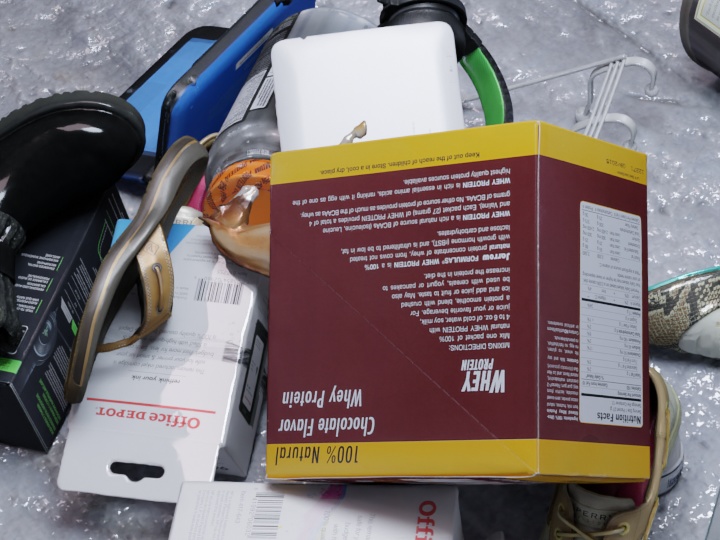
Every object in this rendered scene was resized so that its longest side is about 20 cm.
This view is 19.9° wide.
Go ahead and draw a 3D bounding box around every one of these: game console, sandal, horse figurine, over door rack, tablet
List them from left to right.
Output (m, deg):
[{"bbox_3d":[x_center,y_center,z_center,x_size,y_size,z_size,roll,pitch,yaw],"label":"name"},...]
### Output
[{"bbox_3d":[-0.143,0.003,1.383,0.054,0.082,0.201,27,66,1],"label":"sandal"},{"bbox_3d":[-0.138,-0.166,1.638,0.118,0.171,0.200,32,56,12],"label":"game console"},{"bbox_3d":[0.000,0.000,1.375,0.132,0.050,0.200,-40,88,1],"label":"horse figurine"},{"bbox_3d":[0.011,-0.068,1.417,0.129,0.014,0.202,-7,81,1],"label":"tablet"},{"bbox_3d":[0.121,-0.094,1.575,0.199,0.067,0.148,-2,43,28],"label":"over door rack"}]

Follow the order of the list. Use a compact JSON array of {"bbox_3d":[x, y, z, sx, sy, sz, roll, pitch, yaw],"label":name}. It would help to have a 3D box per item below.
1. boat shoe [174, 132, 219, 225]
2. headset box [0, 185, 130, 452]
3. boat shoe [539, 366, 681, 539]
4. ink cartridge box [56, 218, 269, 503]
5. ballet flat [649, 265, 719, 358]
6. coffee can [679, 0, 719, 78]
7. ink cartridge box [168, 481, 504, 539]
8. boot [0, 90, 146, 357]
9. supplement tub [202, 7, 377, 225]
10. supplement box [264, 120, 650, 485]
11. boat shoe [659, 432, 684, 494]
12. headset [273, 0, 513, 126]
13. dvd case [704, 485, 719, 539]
[{"bbox_3d":[-0.132,-0.024,1.537,0.073,0.069,0.201,4,46,13],"label":"boat shoe"},{"bbox_3d":[-0.281,0.023,1.485,0.173,0.093,0.201,10,57,19],"label":"headset box"},{"bbox_3d":[0.147,0.150,1.275,0.074,0.066,0.201,11,72,18],"label":"boat shoe"},{"bbox_3d":[-0.128,0.072,1.417,0.115,0.068,0.201,5,67,15],"label":"ink cartridge box"},{"bbox_3d":[0.278,0.023,1.428,0.199,0.068,0.076,-20,61,-13],"label":"ballet flat"},{"bbox_3d":[0.359,-0.169,1.542,0.146,0.147,0.200,-29,47,-18],"label":"coffee can"},{"bbox_3d":[-0.013,0.216,1.234,0.198,0.126,0.129,1,46,11],"label":"ink cartridge box"},{"bbox_3d":[-0.238,-0.024,1.398,0.210,0.080,0.158,-22,45,10],"label":"boot"},{"bbox_3d":[-0.042,-0.095,1.527,0.122,0.123,0.201,6,43,15],"label":"supplement tub"},{"bbox_3d":[0.058,0.028,1.238,0.196,0.132,0.202,-5,81,36],"label":"supplement box"},{"bbox_3d":[0.119,0.097,1.373,0.199,0.066,0.072,16,50,24],"label":"boat shoe"},{"bbox_3d":[0.026,-0.153,1.498,0.094,0.200,0.124,-29,23,39],"label":"headset"},{"bbox_3d":[0.312,0.191,1.277,0.199,0.022,0.146,10,47,17],"label":"dvd case"}]
